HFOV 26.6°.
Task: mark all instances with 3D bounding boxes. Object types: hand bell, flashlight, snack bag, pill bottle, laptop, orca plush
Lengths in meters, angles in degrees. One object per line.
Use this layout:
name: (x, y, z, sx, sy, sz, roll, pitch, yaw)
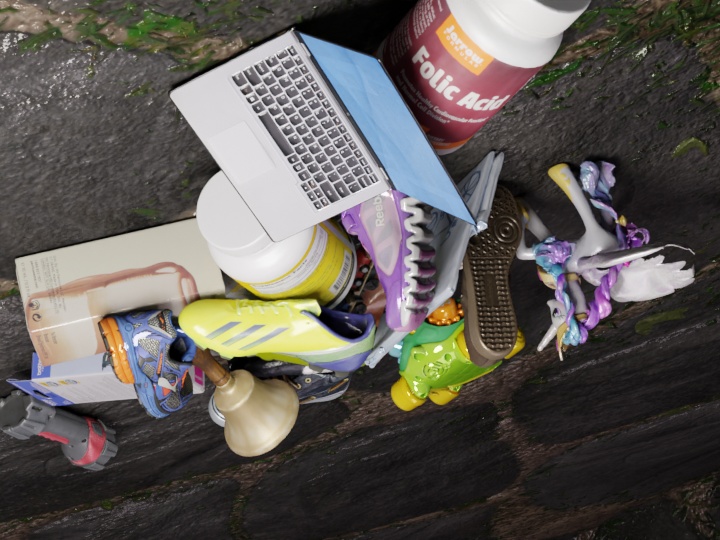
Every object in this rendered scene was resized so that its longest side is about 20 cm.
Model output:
hand bell: (-0.163, 0.118, 1.742, 0.103, 0.105, 0.200, -24, 135, 16)
flashlight: (-0.382, 0.200, 1.898, 0.067, 0.068, 0.200, 15, 171, 29)
snack bag: (0.079, -0.010, 1.600, 0.021, 0.201, 0.189, 30, 141, -13)
pill bottle: (0.096, -0.192, 1.254, 0.113, 0.115, 0.200, -1, 153, -33)
pill bottle: (-0.084, -0.031, 1.506, 0.112, 0.113, 0.200, -22, 157, 12)
laptop: (-0.033, -0.096, 1.284, 0.199, 0.116, 0.188, -24, 126, 14)
orca plush: (-0.069, 0.083, 1.887, 0.198, 0.072, 0.105, -2, -160, -11)

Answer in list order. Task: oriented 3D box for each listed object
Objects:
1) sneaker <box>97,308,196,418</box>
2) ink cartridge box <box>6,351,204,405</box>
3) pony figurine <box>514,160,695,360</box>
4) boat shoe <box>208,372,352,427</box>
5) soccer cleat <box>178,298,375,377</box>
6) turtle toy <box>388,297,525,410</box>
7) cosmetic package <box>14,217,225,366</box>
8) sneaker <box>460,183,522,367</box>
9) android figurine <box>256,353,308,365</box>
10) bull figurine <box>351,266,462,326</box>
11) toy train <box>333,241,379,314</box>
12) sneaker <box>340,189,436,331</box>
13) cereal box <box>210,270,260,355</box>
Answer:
sneaker: (-0.197, 0.093, 1.536, 0.078, 0.076, 0.200, -20, 160, 1)
ink cartridge box: (-0.294, 0.120, 1.761, 0.198, 0.042, 0.119, -8, 160, 15)
pony figurine: (0.258, -0.019, 1.662, 0.192, 0.202, 0.167, -21, 157, 10)
boat shoe: (-0.098, 0.141, 1.965, 0.199, 0.071, 0.091, -15, 158, -23)
soccer cleat: (-0.079, 0.050, 1.503, 0.198, 0.065, 0.084, 12, 131, -18)
turtle toy: (0.110, 0.082, 1.769, 0.145, 0.102, 0.199, -38, 161, 28)
cosmetic package: (-0.241, 0.022, 1.548, 0.198, 0.088, 0.104, -14, 157, -8)
sneaker: (0.130, 0.006, 1.648, 0.070, 0.202, 0.076, 9, 158, -14)
android figurine: (-0.078, 0.076, 1.651, 0.180, 0.041, 0.200, 11, 170, 5)
bull figurine: (0.056, 0.014, 1.773, 0.199, 0.066, 0.121, -24, 159, 14)
toy train: (0.000, 0.000, 1.668, 0.045, 0.034, 0.201, 1, 132, -30)
sneaker: (0.025, -0.040, 1.486, 0.088, 0.202, 0.080, -4, 174, 14)
cereal box: (-0.120, 0.041, 1.742, 0.143, 0.040, 0.200, 0, 152, -34)
